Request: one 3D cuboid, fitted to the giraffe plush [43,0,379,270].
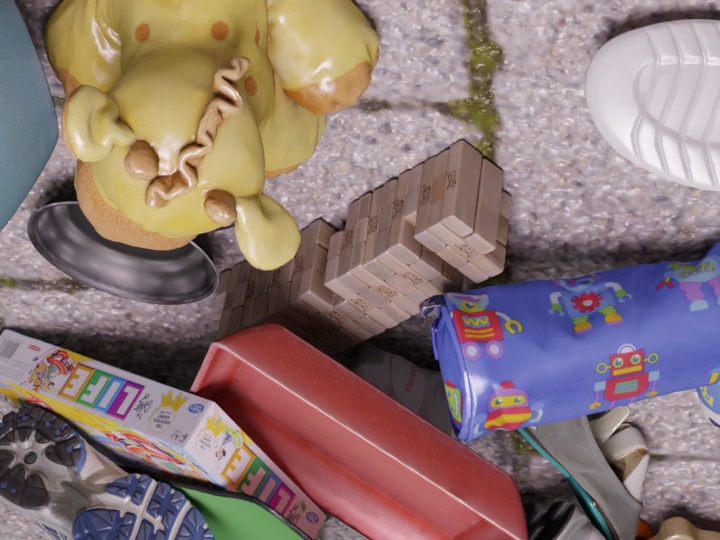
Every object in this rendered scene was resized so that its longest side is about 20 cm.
[{"bbox_3d":[-0.080,-0.077,1.016,0.171,0.163,0.201,11,144,-3],"label":"giraffe plush"}]

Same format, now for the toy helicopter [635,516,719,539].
[{"bbox_3d":[0.253,0.199,1.398,0.199,0.079,0.132,-34,121,27],"label":"toy helicopter"}]

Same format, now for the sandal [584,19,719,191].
[{"bbox_3d":[0.211,-0.080,1.048,0.201,0.083,0.050,4,-174,3],"label":"sandal"}]

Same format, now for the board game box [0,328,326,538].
[{"bbox_3d":[-0.130,0.106,1.303,0.199,0.034,0.135,15,155,43],"label":"board game box"}]

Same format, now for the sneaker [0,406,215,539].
[{"bbox_3d":[-0.144,0.159,1.289,0.200,0.077,0.085,38,168,29],"label":"sneaker"}]

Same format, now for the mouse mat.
[{"bbox_3d":[-0.055,0.172,1.283,0.161,0.008,0.199,43,160,-28],"label":"mouse mat"}]

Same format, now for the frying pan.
[{"bbox_3d":[-0.124,-0.029,1.175,0.114,0.031,0.190,20,153,-9],"label":"frying pan"}]

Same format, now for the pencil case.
[{"bbox_3d":[0.132,0.034,1.153,0.198,0.087,0.079,-12,128,-9],"label":"pencil case"}]

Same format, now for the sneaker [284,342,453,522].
[{"bbox_3d":[-0.032,0.097,1.327,0.099,0.078,0.200,38,128,-22],"label":"sneaker"}]

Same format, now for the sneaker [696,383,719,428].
[{"bbox_3d":[0.289,0.076,1.230,0.198,0.074,0.083,16,145,3],"label":"sneaker"}]

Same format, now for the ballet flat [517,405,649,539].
[{"bbox_3d":[0.147,0.112,1.312,0.063,0.068,0.200,-34,136,4],"label":"ballet flat"}]

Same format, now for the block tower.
[{"bbox_3d":[0.000,0.000,1.194,0.054,0.058,0.199,35,137,-30],"label":"block tower"}]

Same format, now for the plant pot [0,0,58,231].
[{"bbox_3d":[-0.228,-0.083,1.044,0.134,0.201,0.201,-23,146,-15],"label":"plant pot"}]

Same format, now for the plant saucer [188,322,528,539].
[{"bbox_3d":[-0.003,0.103,1.197,0.199,0.037,0.200,33,161,0],"label":"plant saucer"}]

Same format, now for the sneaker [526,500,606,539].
[{"bbox_3d":[0.116,0.204,1.372,0.088,0.074,0.200,42,163,-9],"label":"sneaker"}]
